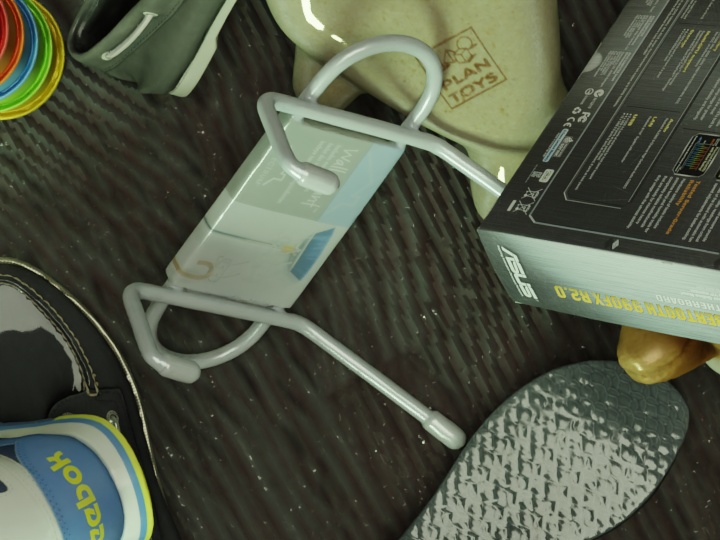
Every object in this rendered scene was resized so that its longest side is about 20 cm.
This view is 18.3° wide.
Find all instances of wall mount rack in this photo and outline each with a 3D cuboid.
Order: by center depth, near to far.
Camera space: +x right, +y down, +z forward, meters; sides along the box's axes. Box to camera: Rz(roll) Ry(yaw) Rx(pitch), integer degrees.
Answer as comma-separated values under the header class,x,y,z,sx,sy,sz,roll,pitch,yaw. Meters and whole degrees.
class,x,y,z,sx,sy,sz,roll,pitch,yaw
wall mount rack,0.000,0.000,0.968,0.173,0.075,0.200,13,127,-37

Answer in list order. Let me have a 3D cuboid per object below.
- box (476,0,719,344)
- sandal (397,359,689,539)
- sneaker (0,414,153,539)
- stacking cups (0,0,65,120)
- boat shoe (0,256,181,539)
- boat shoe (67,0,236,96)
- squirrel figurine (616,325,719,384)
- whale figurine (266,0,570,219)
class,x,y,z,sx,sy,sz,roll,pitch,yaw
box,0.163,-0.062,0.912,0.200,0.158,0.048,-56,136,-26
sandal,0.062,0.114,1.014,0.200,0.043,0.076,-42,81,2
sneaker,-0.179,0.106,0.945,0.199,0.082,0.074,-14,102,43
stacking cups,-0.165,-0.093,0.922,0.060,0.200,0.061,0,93,0
boat shoe,-0.127,0.086,0.996,0.072,0.063,0.201,-24,92,0
boat shoe,-0.071,-0.147,0.937,0.057,0.200,0.067,9,49,-20
squirrel figurine,0.234,-0.018,0.937,0.141,0.186,0.201,35,60,-40
whale figurine,0.041,-0.119,0.988,0.159,0.104,0.200,-29,115,18
